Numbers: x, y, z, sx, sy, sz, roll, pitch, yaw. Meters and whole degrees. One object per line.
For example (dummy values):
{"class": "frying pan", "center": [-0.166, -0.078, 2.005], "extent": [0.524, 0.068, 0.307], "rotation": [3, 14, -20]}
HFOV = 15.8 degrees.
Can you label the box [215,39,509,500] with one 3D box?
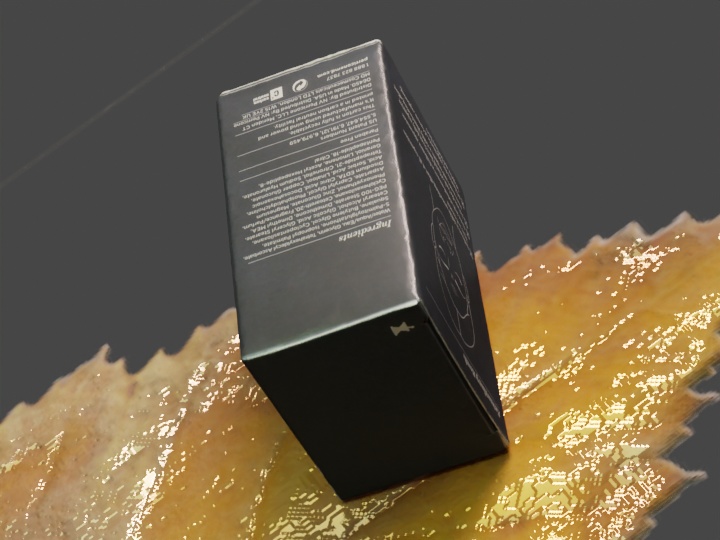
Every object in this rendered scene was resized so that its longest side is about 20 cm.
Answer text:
{"class": "box", "center": [0.000, 0.000, 1.466], "extent": [0.107, 0.149, 0.200], "rotation": [-19, 48, 12]}
